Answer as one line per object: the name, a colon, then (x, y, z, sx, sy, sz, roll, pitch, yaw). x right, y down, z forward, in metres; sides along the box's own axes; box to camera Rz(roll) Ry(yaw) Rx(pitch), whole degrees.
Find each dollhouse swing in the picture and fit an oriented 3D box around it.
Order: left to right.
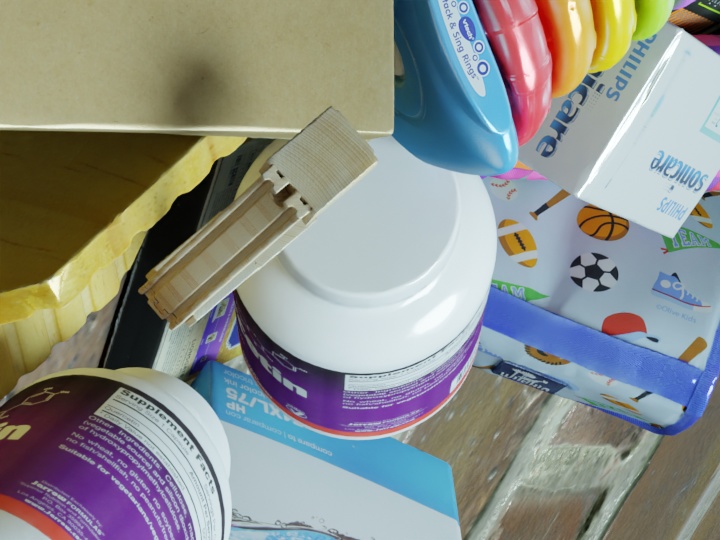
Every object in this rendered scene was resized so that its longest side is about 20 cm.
dollhouse swing: (-0.111, 0.004, 1.097, 0.200, 0.182, 0.176, -44, 135, -28)

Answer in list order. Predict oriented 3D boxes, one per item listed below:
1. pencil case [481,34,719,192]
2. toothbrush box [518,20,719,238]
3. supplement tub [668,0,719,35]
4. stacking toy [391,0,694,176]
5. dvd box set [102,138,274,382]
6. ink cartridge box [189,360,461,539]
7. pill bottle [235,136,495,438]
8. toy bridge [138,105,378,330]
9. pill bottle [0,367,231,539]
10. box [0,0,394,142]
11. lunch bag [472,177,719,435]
pencil case: (0.131, -0.076, 1.383, 0.200, 0.088, 0.088, 3, 126, -24)
toothbrush box: (0.059, -0.105, 1.234, 0.085, 0.200, 0.146, -58, 157, 6)
supplement tub: (0.147, -0.177, 1.418, 0.123, 0.122, 0.200, -60, 158, 10)
stacking toy: (0.094, -0.124, 1.097, 0.200, 0.116, 0.110, -25, -167, -17)
dvd box set: (-0.035, -0.029, 1.369, 0.200, 0.029, 0.147, -26, 144, -49)
ink cartridge box: (-0.044, 0.178, 1.329, 0.147, 0.146, 0.200, -52, -154, 28)
pill bottle: (0.000, 0.000, 1.225, 0.113, 0.112, 0.200, -51, 170, -13)
toy bridge: (-0.049, -0.008, 1.035, 0.067, 0.027, 0.200, -41, -178, -19)
pill bottle: (-0.121, 0.109, 1.117, 0.113, 0.112, 0.200, -66, 173, 25)
box: (-0.072, -0.127, 0.969, 0.200, 0.021, 0.164, -1, 91, -38)
lunch bag: (0.104, 0.000, 1.434, 0.200, 0.170, 0.124, -71, -177, -67)
